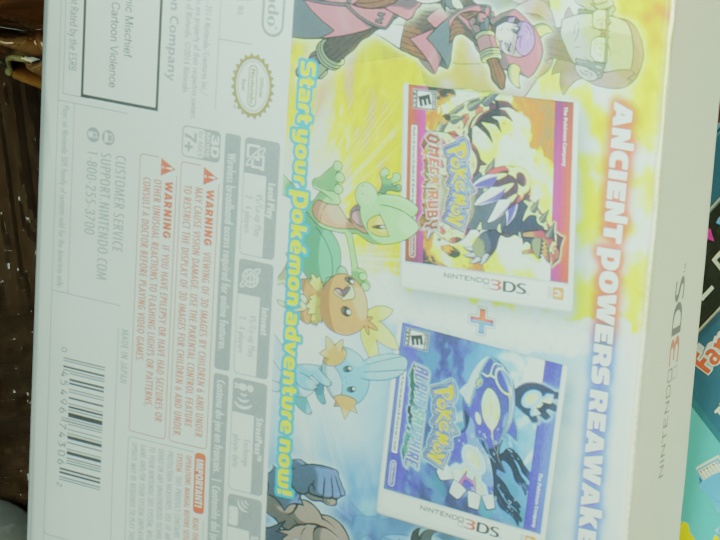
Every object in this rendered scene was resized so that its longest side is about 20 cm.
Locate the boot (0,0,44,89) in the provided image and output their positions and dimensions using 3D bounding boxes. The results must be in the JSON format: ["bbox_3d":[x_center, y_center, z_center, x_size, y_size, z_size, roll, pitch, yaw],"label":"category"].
[{"bbox_3d":[-0.110,-0.084,0.907,0.200,0.154,0.074,-9,55,65],"label":"boot"}]

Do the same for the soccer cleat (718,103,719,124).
[{"bbox_3d":[0.044,-0.108,0.825,0.073,0.068,0.201,-23,73,12],"label":"soccer cleat"}]

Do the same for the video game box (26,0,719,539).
[{"bbox_3d":[0.000,0.000,0.785,0.182,0.047,0.201,13,108,28],"label":"video game box"}]

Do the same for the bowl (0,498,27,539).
[{"bbox_3d":[-0.177,0.188,1.009,0.199,0.075,0.201,-17,85,39],"label":"bowl"}]

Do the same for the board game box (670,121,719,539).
[{"bbox_3d":[0.146,0.051,0.759,0.151,0.047,0.200,-50,64,31],"label":"board game box"}]
